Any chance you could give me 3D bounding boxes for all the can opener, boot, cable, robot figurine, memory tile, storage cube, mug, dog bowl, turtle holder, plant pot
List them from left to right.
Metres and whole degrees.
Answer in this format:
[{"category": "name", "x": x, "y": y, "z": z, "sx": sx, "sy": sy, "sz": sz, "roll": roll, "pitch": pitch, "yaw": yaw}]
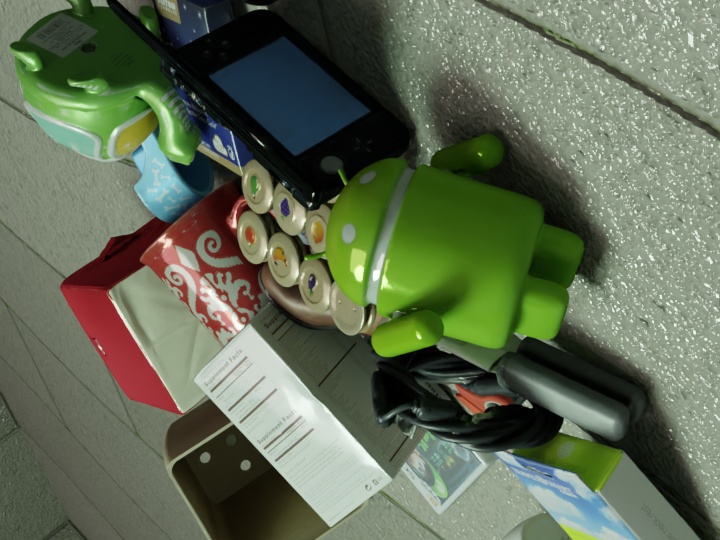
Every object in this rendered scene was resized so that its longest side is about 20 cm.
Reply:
[{"category": "turtle holder", "x": -0.237, "y": -0.176, "z": 1.295, "sx": 0.182, "sy": 0.142, "sz": 0.133, "roll": 4, "pitch": 138, "yaw": 3}, {"category": "dog bowl", "x": -0.221, "y": -0.150, "z": 1.427, "sx": 0.049, "sy": 0.112, "sz": 0.202, "roll": -23, "pitch": 107, "yaw": 22}, {"category": "storage cube", "x": -0.225, "y": 0.045, "z": 1.608, "sx": 0.179, "sy": 0.170, "sz": 0.202, "roll": 3, "pitch": 125, "yaw": 60}, {"category": "mug", "x": -0.118, "y": 0.018, "z": 1.428, "sx": 0.201, "sy": 0.133, "sz": 0.177, "roll": 51, "pitch": 159, "yaw": -1}, {"category": "plant pot", "x": -0.140, "y": 0.242, "z": 1.710, "sx": 0.202, "sy": 0.198, "sz": 0.177, "roll": 63, "pitch": 165, "yaw": -22}, {"category": "memory tile", "x": -0.047, "y": -0.046, "z": 1.177, "sx": 0.199, "sy": 0.017, "sz": 0.155, "roll": 33, "pitch": 125, "yaw": 42}, {"category": "boot", "x": 0.000, "y": 0.000, "z": 1.201, "sx": 0.187, "sy": 0.069, "sz": 0.201, "roll": 31, "pitch": 153, "yaw": 8}, {"category": "robot figurine", "x": 0.063, "y": -0.013, "z": 1.007, "sx": 0.197, "sy": 0.178, "sz": 0.116, "roll": 18, "pitch": 159, "yaw": 8}, {"category": "cable", "x": 0.087, "y": 0.097, "z": 1.137, "sx": 0.200, "sy": 0.160, "sz": 0.052, "roll": -90, "pitch": 5, "yaw": -78}, {"category": "can opener", "x": 0.135, "y": 0.064, "z": 1.079, "sx": 0.198, "sy": 0.053, "sz": 0.068, "roll": 25, "pitch": 131, "yaw": 32}]

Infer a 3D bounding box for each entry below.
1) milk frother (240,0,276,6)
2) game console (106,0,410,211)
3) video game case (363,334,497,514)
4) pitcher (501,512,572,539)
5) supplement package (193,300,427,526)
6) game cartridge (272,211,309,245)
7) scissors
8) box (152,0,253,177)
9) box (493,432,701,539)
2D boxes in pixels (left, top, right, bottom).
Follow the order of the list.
[{"category": "milk frother", "x": -0.155, "y": -0.267, "z": 1.032, "sx": 0.202, "sy": 0.187, "sz": 0.180, "roll": 60, "pitch": 156, "yaw": -15}, {"category": "game console", "x": -0.076, "y": -0.155, "z": 1.064, "sx": 0.200, "sy": 0.175, "sz": 0.117, "roll": 43, "pitch": 148, "yaw": 24}, {"category": "video game case", "x": 0.054, "y": 0.159, "z": 1.422, "sx": 0.182, "sy": 0.023, "sz": 0.200, "roll": 49, "pitch": 156, "yaw": 11}, {"category": "pitcher", "x": 0.177, "y": 0.317, "z": 1.289, "sx": 0.120, "sy": 0.172, "sz": 0.202, "roll": 19, "pitch": 124, "yaw": 13}, {"category": "supplement package", "x": -0.044, "y": 0.126, "z": 1.322, "sx": 0.200, "sy": 0.114, "sz": 0.109, "roll": 47, "pitch": 128, "yaw": -1}, {"category": "game cartridge", "x": -0.042, "y": -0.085, "z": 1.257, "sx": 0.134, "sy": 0.041, "sz": 0.199, "roll": 62, "pitch": 156, "yaw": -10}, {"category": "scissors", "x": 0.091, "y": 0.116, "z": 1.304, "sx": 0.199, "sy": 0.014, "sz": 0.074, "roll": 30, "pitch": 149, "yaw": 41}, {"category": "box", "x": -0.147, "y": -0.197, "z": 1.261, "sx": 0.121, "sy": 0.032, "sz": 0.203, "roll": 32, "pitch": 138, "yaw": 51}, {"category": "box", "x": 0.206, "y": 0.201, "z": 1.105, "sx": 0.200, "sy": 0.048, "sz": 0.121, "roll": 48, "pitch": 161, "yaw": -24}]
